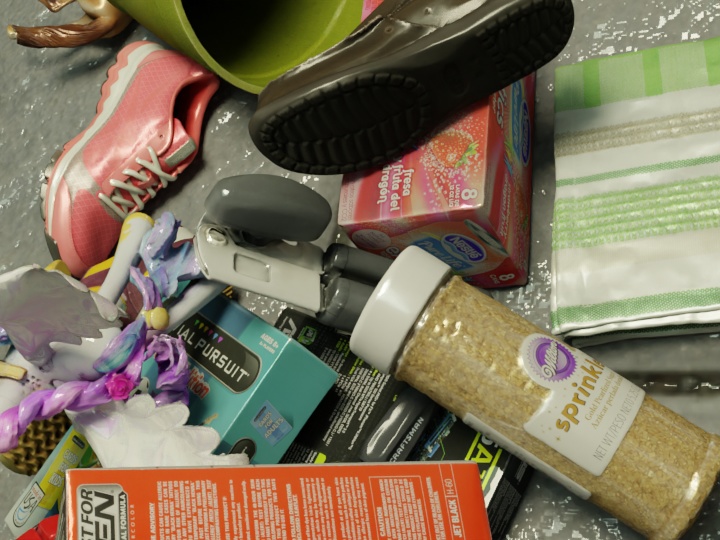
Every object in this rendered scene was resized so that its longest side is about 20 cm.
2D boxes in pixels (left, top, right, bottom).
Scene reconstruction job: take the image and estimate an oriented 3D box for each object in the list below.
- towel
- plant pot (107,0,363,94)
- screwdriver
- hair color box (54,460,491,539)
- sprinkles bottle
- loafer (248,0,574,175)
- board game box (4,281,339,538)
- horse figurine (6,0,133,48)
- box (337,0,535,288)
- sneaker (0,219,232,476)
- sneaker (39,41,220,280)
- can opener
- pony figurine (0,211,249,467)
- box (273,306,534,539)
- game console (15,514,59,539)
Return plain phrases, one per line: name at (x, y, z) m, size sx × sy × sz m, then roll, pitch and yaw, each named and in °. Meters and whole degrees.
towel at (0.190, -0.052, 0.736) m, size 0.147 × 0.031 × 0.202 m, roll -6°, pitch 59°, yaw 21°
plant pot at (-0.109, -0.245, 0.904) m, size 0.192 × 0.200 × 0.202 m, roll 21°, pitch 74°, yaw 46°
screwdriver at (-0.017, 0.142, 0.668) m, size 0.028 × 0.029 × 0.201 m, roll 28°, pitch 72°, yaw 34°
hair color box at (-0.045, 0.139, 0.583) m, size 0.197 × 0.102 × 0.062 m, roll 2°, pitch 58°, yaw -17°
sprinkles bottle at (0.092, 0.066, 0.642) m, size 0.199 × 0.068 × 0.069 m, roll 32°, pitch 79°, yaw 8°
loafer at (0.025, -0.122, 0.708) m, size 0.198 × 0.073 × 0.072 m, roll -23°, pitch 50°, yaw 2°
board game box at (-0.121, 0.110, 0.737) m, size 0.201 × 0.047 × 0.150 m, roll -56°, pitch 36°, yaw -6°
horse figurine at (-0.228, -0.252, 1.030) m, size 0.131 × 0.050 × 0.202 m, roll 5°, pitch 56°, yaw 9°
box at (0.055, -0.096, 0.779) m, size 0.093 × 0.103 × 0.202 m, roll -6°, pitch 60°, yaw 22°
sneaker at (-0.179, 0.053, 0.839) m, size 0.200 × 0.075 × 0.090 m, roll -44°, pitch 44°, yaw -9°
sneaker at (-0.169, -0.085, 0.902) m, size 0.086 × 0.074 × 0.202 m, roll 10°, pitch 68°, yaw 29°
can opener at (0.000, 0.000, 0.697) m, size 0.067 × 0.198 × 0.054 m, roll -54°, pitch 28°, yaw 40°
pony figurine at (-0.151, 0.049, 0.672) m, size 0.191 × 0.168 × 0.201 m, roll -14°, pitch 28°, yaw 33°
box at (-0.012, 0.140, 0.717) m, size 0.191 × 0.048 × 0.202 m, roll 19°, pitch 72°, yaw 31°
game console at (-0.164, 0.248, 0.629) m, size 0.176 × 0.202 × 0.031 m, roll -34°, pitch 19°, yaw -21°
